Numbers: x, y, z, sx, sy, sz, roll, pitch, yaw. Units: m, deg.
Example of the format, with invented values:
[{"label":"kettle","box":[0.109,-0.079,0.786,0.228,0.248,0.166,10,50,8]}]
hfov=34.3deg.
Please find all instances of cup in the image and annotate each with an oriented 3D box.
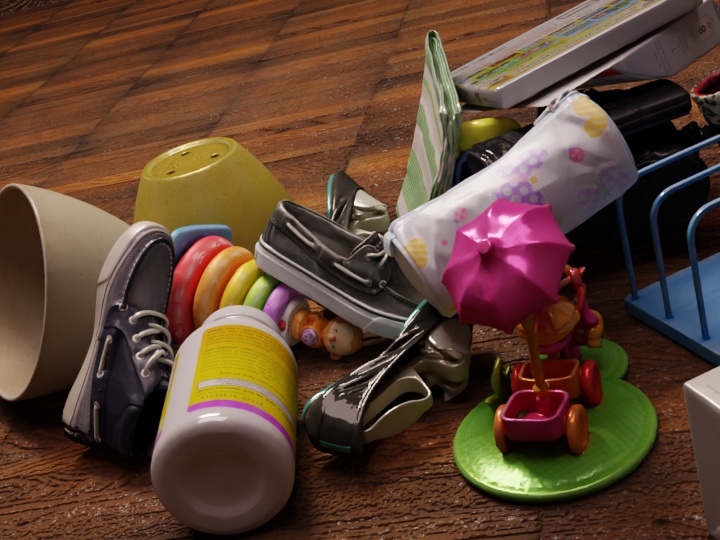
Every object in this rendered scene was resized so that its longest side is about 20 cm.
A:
[{"label":"cup","box":[-0.267,0.021,1.115,0.143,0.201,0.200,1,12,-36]}]

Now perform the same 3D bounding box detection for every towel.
[{"label":"towel","box":[0.061,-0.098,1.085,0.023,0.201,0.153,1,38,-7]}]

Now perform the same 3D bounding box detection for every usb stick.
[{"label":"usb stick","box":[0.186,-0.118,0.982,0.199,0.033,0.055,-20,28,-15]}]

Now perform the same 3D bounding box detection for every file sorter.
[{"label":"file sorter","box":[0.305,-0.013,0.882,0.138,0.123,0.200,-23,26,-15]}]

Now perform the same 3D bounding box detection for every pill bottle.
[{"label":"pill bottle","box":[-0.100,0.105,0.910,0.104,0.105,0.200,-14,26,5]}]

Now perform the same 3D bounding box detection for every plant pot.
[{"label":"plant pot","box":[-0.157,-0.054,1.218,0.199,0.142,0.200,-14,26,7]}]

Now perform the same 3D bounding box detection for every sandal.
[{"label":"sandal","box":[0.107,-0.066,1.089,0.079,0.087,0.200,-3,-17,1]}]

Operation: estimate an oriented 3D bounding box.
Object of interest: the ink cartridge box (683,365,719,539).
[{"label":"ink cartridge box","box":[0.300,0.087,0.692,0.199,0.117,0.067,-22,26,-13]}]

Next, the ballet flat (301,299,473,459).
[{"label":"ballet flat","box":[0.043,0.084,0.920,0.068,0.068,0.200,23,51,39]}]

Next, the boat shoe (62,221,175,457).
[{"label":"boat shoe","box":[-0.180,0.063,0.985,0.093,0.201,0.075,17,2,40]}]

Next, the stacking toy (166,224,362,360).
[{"label":"stacking toy","box":[-0.087,0.038,1.060,0.199,0.117,0.110,18,13,24]}]

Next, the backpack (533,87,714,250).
[{"label":"backpack","box":[0.226,-0.097,1.095,0.166,0.127,0.200,-4,25,-1]}]

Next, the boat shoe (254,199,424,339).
[{"label":"boat shoe","box":[0.000,0.000,1.015,0.199,0.071,0.072,23,25,10]}]

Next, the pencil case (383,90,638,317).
[{"label":"pencil case","box":[0.116,-0.051,0.902,0.200,0.091,0.083,-38,32,0]}]

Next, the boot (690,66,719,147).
[{"label":"boot","box":[0.388,-0.120,0.959,0.203,0.154,0.074,-21,25,27]}]

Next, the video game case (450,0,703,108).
[{"label":"video game case","box":[0.181,-0.203,1.055,0.200,0.023,0.182,-28,16,-7]}]

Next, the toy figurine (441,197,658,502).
[{"label":"toy figurine","box":[0.128,0.030,0.832,0.150,0.185,0.200,-3,28,26]}]

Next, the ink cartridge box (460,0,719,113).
[{"label":"ink cartridge box","box":[0.203,-0.173,1.049,0.200,0.057,0.162,-38,19,-19]}]

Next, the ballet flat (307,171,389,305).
[{"label":"ballet flat","box":[-0.007,-0.032,1.166,0.068,0.068,0.200,-2,38,10]}]
